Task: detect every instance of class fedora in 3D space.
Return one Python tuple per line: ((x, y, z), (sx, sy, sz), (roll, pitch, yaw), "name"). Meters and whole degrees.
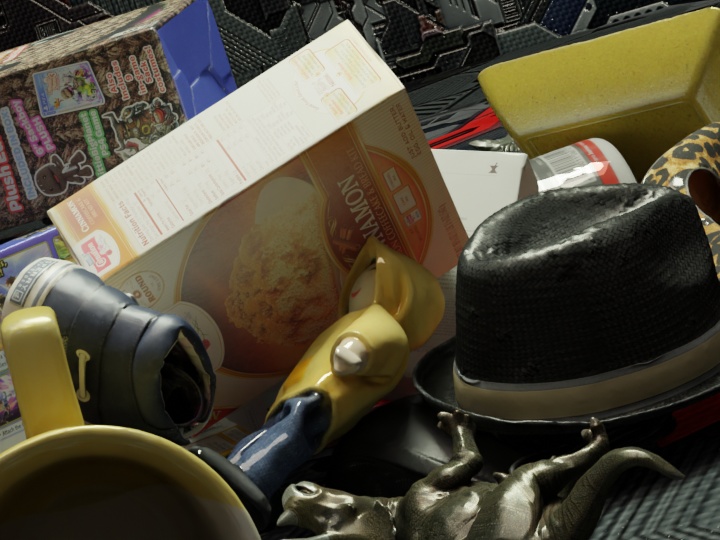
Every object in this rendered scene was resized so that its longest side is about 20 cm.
((0.119, 0.010, 1.123), (0.199, 0.092, 0.201), (-10, 20, 3), "fedora")

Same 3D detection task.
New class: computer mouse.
((0.056, 0.091, 1.140), (0.199, 0.053, 0.138), (-9, 15, 44), "computer mouse")

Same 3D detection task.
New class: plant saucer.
((0.203, -0.074, 1.478), (0.199, 0.200, 0.049), (-12, 42, 35), "plant saucer")

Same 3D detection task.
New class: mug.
((-0.113, 0.123, 0.963), (0.149, 0.188, 0.153), (17, -2, -5), "mug")

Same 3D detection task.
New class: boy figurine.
((-0.019, 0.057, 1.146), (0.200, 0.064, 0.124), (-50, 1, -30), "boy figurine")

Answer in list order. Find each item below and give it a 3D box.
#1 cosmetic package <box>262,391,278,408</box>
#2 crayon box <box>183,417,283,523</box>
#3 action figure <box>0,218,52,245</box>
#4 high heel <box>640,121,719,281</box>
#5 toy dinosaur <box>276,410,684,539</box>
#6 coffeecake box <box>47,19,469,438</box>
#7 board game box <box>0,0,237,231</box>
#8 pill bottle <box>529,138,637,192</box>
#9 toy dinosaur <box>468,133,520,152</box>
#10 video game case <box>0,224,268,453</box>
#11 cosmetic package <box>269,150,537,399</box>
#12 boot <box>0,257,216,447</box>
((-0.060, 0.057, 1.555), (0.199, 0.052, 0.151), (-18, 8, 6), "cosmetic package")
((-0.154, 0.146, 1.234), (0.199, 0.052, 0.126), (-21, 10, -15), "crayon box")
((-0.198, 0.033, 1.451), (0.199, 0.195, 0.105), (0, -26, -6), "action figure")
((0.228, -0.024, 1.266), (0.142, 0.071, 0.201), (-16, 39, 44), "high heel")
((0.062, 0.118, 0.974), (0.199, 0.077, 0.103), (1, 46, 37), "toy dinosaur")
((-0.052, -0.021, 1.217), (0.199, 0.154, 0.073), (-33, 50, -5), "coffeecake box")
((-0.195, -0.102, 1.428), (0.199, 0.097, 0.160), (-16, 13, 12), "board game box")
((0.087, -0.003, 1.415), (0.199, 0.117, 0.116), (-20, 10, -6), "pill bottle")
((0.150, -0.047, 1.645), (0.199, 0.103, 0.136), (-15, 18, -12), "toy dinosaur")
((-0.170, 0.059, 1.350), (0.199, 0.182, 0.045), (-24, 10, -32), "video game case")
((0.000, 0.000, 1.326), (0.199, 0.152, 0.052), (4, -22, 17), "cosmetic package")
((-0.115, 0.076, 1.082), (0.090, 0.200, 0.073), (22, 64, 22), "boot")
